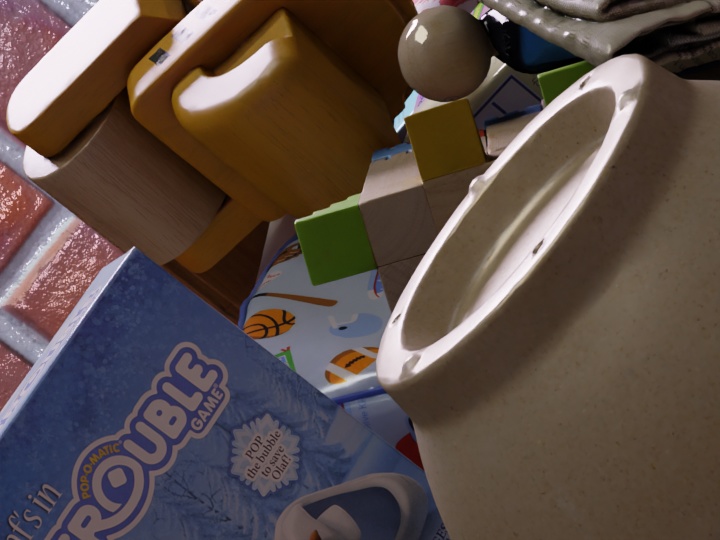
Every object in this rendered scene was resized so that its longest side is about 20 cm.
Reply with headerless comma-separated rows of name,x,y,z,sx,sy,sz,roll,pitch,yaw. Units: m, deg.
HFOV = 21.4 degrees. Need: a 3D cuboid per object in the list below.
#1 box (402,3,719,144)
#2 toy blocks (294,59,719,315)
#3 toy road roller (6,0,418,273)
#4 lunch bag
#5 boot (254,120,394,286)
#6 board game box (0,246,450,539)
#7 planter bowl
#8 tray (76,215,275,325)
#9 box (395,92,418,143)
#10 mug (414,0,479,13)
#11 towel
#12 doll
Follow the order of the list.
box,0.121,-0.113,0.955,0.200,0.097,0.176,-46,13,25
toy blocks,0.081,-0.037,0.759,0.199,0.101,0.137,-16,11,7
toy road roller,-0.059,-0.071,0.880,0.200,0.123,0.146,-41,33,16
lunch bag,0.029,0.033,0.811,0.159,0.076,0.200,-10,25,11
boot,0.000,0.000,0.976,0.073,0.090,0.201,6,77,69
board game box,-0.059,0.131,0.654,0.201,0.199,0.043,-57,12,-23
planter bowl,0.090,0.024,0.551,0.200,0.135,0.200,-50,10,13
tray,-0.040,-0.009,1.014,0.099,0.200,0.037,-55,9,-14
box,0.069,-0.085,1.118,0.200,0.082,0.049,-50,12,14
mug,0.012,-0.088,1.251,0.200,0.133,0.178,-49,13,-2
towel,0.127,-0.143,0.753,0.192,0.035,0.200,-19,32,-20
doll,0.113,-0.108,0.787,0.199,0.049,0.137,-10,15,0
